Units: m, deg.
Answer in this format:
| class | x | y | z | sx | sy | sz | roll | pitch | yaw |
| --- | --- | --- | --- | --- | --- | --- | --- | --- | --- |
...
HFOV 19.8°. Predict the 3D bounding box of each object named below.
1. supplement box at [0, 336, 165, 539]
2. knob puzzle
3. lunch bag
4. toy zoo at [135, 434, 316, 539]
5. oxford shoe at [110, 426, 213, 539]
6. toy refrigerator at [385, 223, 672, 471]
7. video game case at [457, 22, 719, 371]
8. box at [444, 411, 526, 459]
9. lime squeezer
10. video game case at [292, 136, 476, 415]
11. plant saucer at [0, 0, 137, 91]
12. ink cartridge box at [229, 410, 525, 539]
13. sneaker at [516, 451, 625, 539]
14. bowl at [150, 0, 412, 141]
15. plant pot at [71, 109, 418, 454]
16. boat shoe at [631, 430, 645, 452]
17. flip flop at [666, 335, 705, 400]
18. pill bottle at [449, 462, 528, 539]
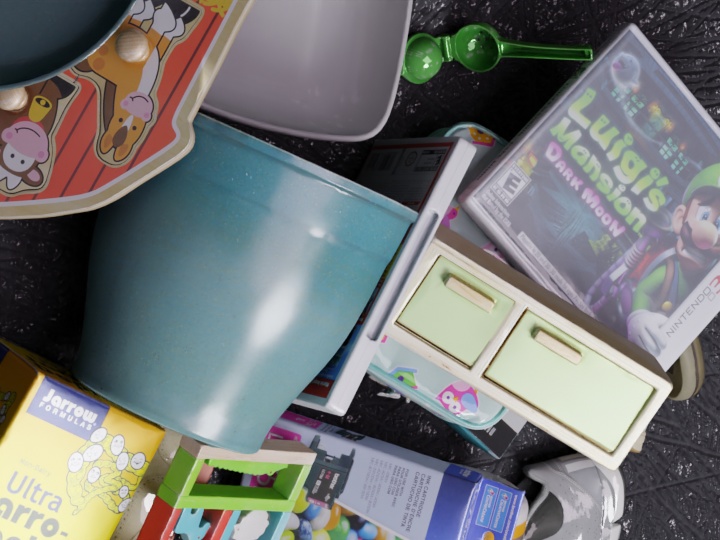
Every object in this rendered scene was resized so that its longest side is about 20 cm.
| class | x | y | z | sx | sy | sz | roll | pitch | yaw |
| --- | --- | --- | --- | --- | --- | --- | --- | --- | --- |
| supplement box | -0.234 | 0.157 | 1.339 | 0.108 | 0.109 | 0.201 | 29 | 88 | -36 |
| knob puzzle | -0.186 | -0.122 | 1.245 | 0.221 | 0.219 | 0.030 | -63 | 166 | 0 |
| lunch bag | 0.075 | 0.009 | 1.484 | 0.160 | 0.077 | 0.201 | 32 | 84 | -13 |
| toy zoo | -0.114 | 0.207 | 1.415 | 0.131 | 0.020 | 0.201 | 12 | 106 | -54 |
| oxford shoe | -0.158 | 0.166 | 1.431 | 0.073 | 0.071 | 0.201 | 27 | 94 | -5 |
| toy refrigerator | 0.109 | 0.051 | 1.409 | 0.199 | 0.070 | 0.076 | 32 | 102 | -12 |
| video game case | 0.193 | -0.042 | 1.467 | 0.182 | 0.023 | 0.200 | -46 | 106 | -13 |
| box | 0.128 | 0.036 | 1.571 | 0.082 | 0.049 | 0.201 | 42 | 81 | -34 |
| lime squeezer | 0.062 | -0.146 | 1.466 | 0.198 | 0.071 | 0.038 | -9 | 131 | 1 |
| video game case | 0.000 | 0.000 | 1.408 | 0.017 | 0.143 | 0.201 | 31 | 80 | -22 |
| plant saucer | -0.211 | -0.199 | 1.226 | 0.201 | 0.199 | 0.036 | -58 | 167 | -4 |
| ink cartridge box | 0.007 | 0.184 | 1.472 | 0.198 | 0.042 | 0.120 | 17 | 97 | 7 |
| sneaker | 0.149 | 0.243 | 1.645 | 0.115 | 0.075 | 0.202 | -5 | 98 | -26 |
| bowl | -0.063 | -0.188 | 1.343 | 0.199 | 0.074 | 0.202 | 12 | 82 | -36 |
| plant pot | -0.089 | 0.009 | 1.327 | 0.199 | 0.200 | 0.189 | 23 | 91 | -35 |
| boat shoe | 0.184 | 0.093 | 1.580 | 0.200 | 0.073 | 0.070 | 29 | 79 | -72 |
| flip flop | 0.213 | 0.015 | 1.551 | 0.057 | 0.081 | 0.201 | -20 | 121 | -11 |
| pill bottle | 0.054 | 0.254 | 1.553 | 0.116 | 0.116 | 0.202 | 2 | 104 | -33 |
